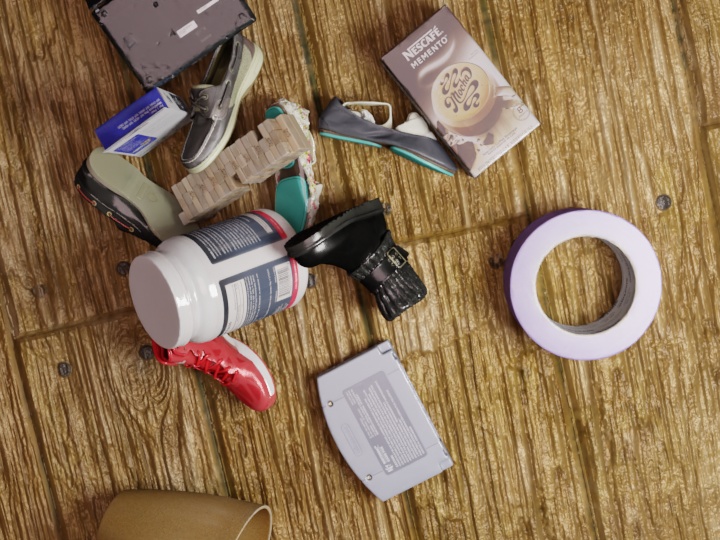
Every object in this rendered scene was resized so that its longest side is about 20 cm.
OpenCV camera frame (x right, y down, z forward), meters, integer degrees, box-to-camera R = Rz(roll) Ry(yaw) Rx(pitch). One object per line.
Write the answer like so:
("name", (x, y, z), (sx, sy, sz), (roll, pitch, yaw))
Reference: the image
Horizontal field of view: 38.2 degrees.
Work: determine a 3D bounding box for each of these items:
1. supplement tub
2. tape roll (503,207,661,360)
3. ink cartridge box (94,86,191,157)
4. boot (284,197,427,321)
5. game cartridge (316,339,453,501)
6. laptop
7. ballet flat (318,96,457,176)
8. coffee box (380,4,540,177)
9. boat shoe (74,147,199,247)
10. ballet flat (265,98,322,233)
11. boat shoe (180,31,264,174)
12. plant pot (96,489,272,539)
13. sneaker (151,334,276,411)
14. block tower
("supplement tub", (-0.181, 0.010, 1.344), (0.200, 0.140, 0.141), (-22, 96, -36))
("tape roll", (0.296, 0.016, 1.400), (0.199, 0.085, 0.201), (0, 95, 2))
("ink cartridge box", (-0.278, -0.190, 1.338), (0.099, 0.200, 0.039), (-34, 94, 3))
("boot", (0.002, -0.001, 1.354), (0.079, 0.211, 0.158), (-23, 92, 37))
("game cartridge", (0.026, 0.212, 1.450), (0.133, 0.040, 0.200), (-27, 94, 0))
("laptop", (-0.263, -0.369, 1.385), (0.177, 0.103, 0.200), (-33, 102, 5))
("ballet flat", (0.043, -0.187, 1.397), (0.199, 0.073, 0.073), (18, 96, 2))
("coffee box", (0.130, -0.236, 1.382), (0.113, 0.080, 0.200), (-39, 93, 5))
("boat shoe", (-0.299, -0.081, 1.421), (0.201, 0.074, 0.063), (40, 131, -12))
("ballet flat", (-0.082, -0.133, 1.406), (0.076, 0.064, 0.201), (0, 98, 42))
("boat shoe", (-0.195, -0.226, 1.370), (0.066, 0.072, 0.201), (36, 71, -40))
("plant pot", (-0.249, 0.376, 1.414), (0.200, 0.186, 0.187), (17, 96, 13))
("sneaker", (-0.210, 0.128, 1.400), (0.200, 0.115, 0.078), (47, 126, 5))
("block tower", (-0.163, -0.133, 1.379), (0.200, 0.054, 0.058), (-33, 83, 25))
